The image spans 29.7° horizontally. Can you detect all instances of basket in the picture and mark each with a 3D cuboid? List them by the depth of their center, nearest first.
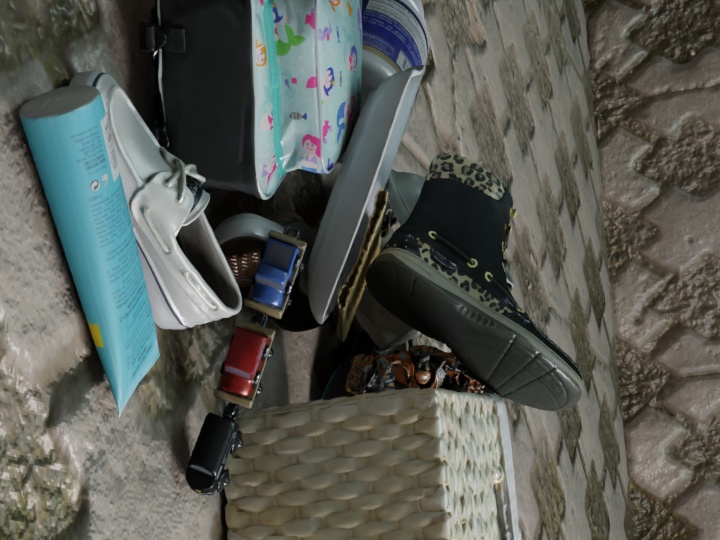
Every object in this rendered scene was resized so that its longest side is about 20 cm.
[{"bbox_3d":[0.012,0.198,1.050,0.161,0.197,0.202,21,62,-67],"label":"basket"}]

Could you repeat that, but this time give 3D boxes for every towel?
[{"bbox_3d":[0.017,0.008,1.323,0.133,0.034,0.200,53,19,8],"label":"towel"}]

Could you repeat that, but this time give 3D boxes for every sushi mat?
[{"bbox_3d":[0.000,0.000,1.102,0.200,0.012,0.097,94,18,-80],"label":"sushi mat"}]

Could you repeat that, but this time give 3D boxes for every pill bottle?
[{"bbox_3d":[0.004,-0.204,1.314,0.201,0.118,0.121,-73,149,-52],"label":"pill bottle"}]

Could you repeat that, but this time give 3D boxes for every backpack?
[{"bbox_3d":[-0.074,-0.160,1.030,0.200,0.148,0.180,-73,163,-69],"label":"backpack"}]

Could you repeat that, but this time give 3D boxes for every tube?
[{"bbox_3d":[-0.162,-0.013,0.856,0.078,0.050,0.203,-58,141,-57],"label":"tube"}]

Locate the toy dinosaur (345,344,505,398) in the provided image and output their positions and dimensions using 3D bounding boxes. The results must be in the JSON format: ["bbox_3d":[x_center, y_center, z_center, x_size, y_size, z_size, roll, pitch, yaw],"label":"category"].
[{"bbox_3d":[0.069,0.100,1.219,0.199,0.135,0.104,-24,130,-48],"label":"toy dinosaur"}]

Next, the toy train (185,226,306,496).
[{"bbox_3d":[-0.083,0.062,0.969,0.046,0.034,0.203,61,47,-77],"label":"toy train"}]

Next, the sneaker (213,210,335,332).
[{"bbox_3d":[-0.078,-0.017,1.089,0.200,0.072,0.086,54,21,-67],"label":"sneaker"}]

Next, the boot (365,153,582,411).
[{"bbox_3d":[0.113,0.006,1.111,0.202,0.074,0.155,35,48,-9],"label":"boot"}]

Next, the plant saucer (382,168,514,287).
[{"bbox_3d":[0.092,-0.017,1.231,0.201,0.050,0.200,55,10,-14],"label":"plant saucer"}]

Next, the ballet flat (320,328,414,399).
[{"bbox_3d":[0.012,0.105,1.291,0.200,0.072,0.074,-59,138,-62],"label":"ballet flat"}]

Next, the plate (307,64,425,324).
[{"bbox_3d":[0.002,-0.071,1.084,0.200,0.032,0.202,-61,171,-79],"label":"plate"}]

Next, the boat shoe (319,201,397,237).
[{"bbox_3d":[0.013,-0.062,1.289,0.057,0.069,0.200,43,16,1],"label":"boat shoe"}]

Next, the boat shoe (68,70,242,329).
[{"bbox_3d":[-0.134,-0.046,0.914,0.072,0.065,0.202,-68,146,-56],"label":"boat shoe"}]
